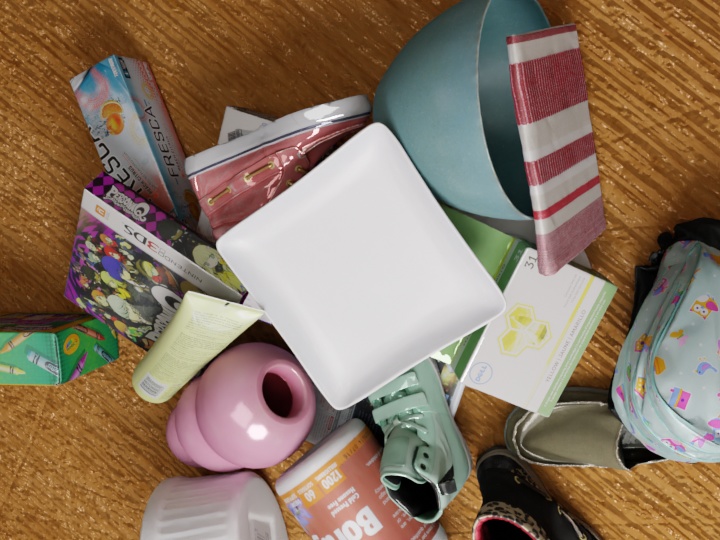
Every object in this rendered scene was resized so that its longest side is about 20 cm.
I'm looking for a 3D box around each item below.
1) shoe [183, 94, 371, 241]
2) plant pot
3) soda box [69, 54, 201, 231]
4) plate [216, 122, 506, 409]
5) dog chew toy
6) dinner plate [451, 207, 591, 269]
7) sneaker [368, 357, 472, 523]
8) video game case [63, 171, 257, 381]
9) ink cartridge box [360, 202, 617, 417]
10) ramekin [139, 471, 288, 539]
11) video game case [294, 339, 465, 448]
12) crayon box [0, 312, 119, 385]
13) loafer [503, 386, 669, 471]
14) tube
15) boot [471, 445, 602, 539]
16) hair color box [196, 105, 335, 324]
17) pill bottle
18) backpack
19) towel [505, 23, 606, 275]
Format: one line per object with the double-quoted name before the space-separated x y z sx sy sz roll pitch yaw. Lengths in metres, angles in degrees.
"shoe" -0.070 -0.094 0.763 0.199 0.071 0.092 -18 95 20
"plant pot" 0.090 -0.142 0.728 0.134 0.200 0.202 -2 97 34
"soda box" -0.232 -0.122 0.857 0.063 0.068 0.201 -22 89 19
"plate" 0.000 0.000 0.727 0.199 0.032 0.200 -34 96 21
"dog chew toy" -0.137 0.153 0.841 0.199 0.124 0.125 -29 90 42
"dinner plate" 0.136 0.027 0.814 0.198 0.024 0.202 2 99 13
"sneaker" 0.040 0.139 0.765 0.073 0.118 0.201 -29 92 23
"video game case" -0.213 0.016 0.826 0.181 0.036 0.200 35 140 -2
"ink cartridge box" 0.120 0.036 0.755 0.199 0.048 0.146 22 102 -15
"ramekin" -0.141 0.307 0.834 0.097 0.200 0.202 -15 94 8
"video game case" 0.017 0.111 0.842 0.181 0.023 0.201 21 108 12
"crayon box" -0.391 0.085 0.902 0.198 0.119 0.059 -1 97 14
"loafer" 0.238 0.154 0.781 0.198 0.070 0.076 -10 95 15
"tube" -0.170 0.073 0.795 0.052 0.058 0.200 54 137 5
"boot" 0.179 0.274 0.770 0.073 0.151 0.200 -39 87 15
"hair color box" -0.106 -0.059 0.842 0.109 0.065 0.202 19 103 11
"pill bottle" 0.015 0.258 0.799 0.112 0.112 0.200 -40 85 15
"backpack" 0.303 0.067 0.700 0.166 0.127 0.201 31 77 13
"towel" 0.174 -0.111 0.714 0.023 0.144 0.202 -3 106 35
